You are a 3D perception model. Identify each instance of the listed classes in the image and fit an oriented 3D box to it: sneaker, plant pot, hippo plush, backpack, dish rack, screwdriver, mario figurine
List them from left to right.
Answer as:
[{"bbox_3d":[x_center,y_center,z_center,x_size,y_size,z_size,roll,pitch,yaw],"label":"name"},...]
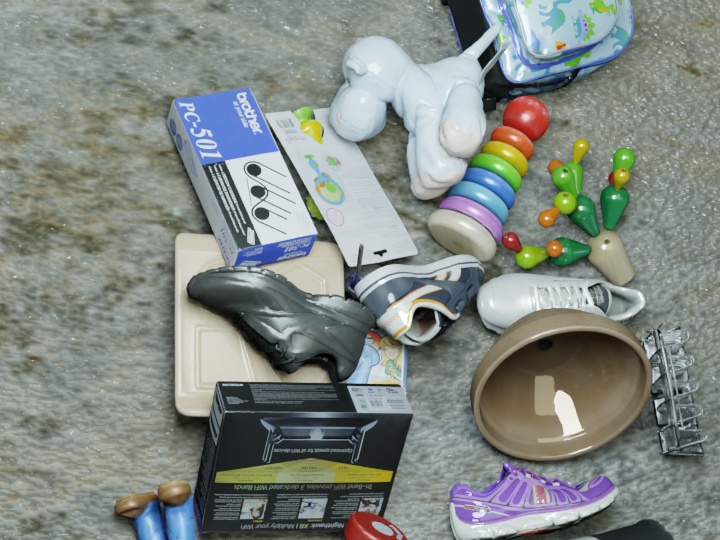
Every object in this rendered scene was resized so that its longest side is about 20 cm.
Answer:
[{"bbox_3d":[-0.185,0.311,1.429,0.106,0.123,0.201,-10,75,-34],"label":"mario figurine"},{"bbox_3d":[-0.084,0.055,1.481,0.199,0.076,0.091,18,72,-10],"label":"sneaker"},{"bbox_3d":[0.000,0.000,1.530,0.028,0.200,0.029,39,71,9],"label":"screwdriver"},{"bbox_3d":[0.052,-0.187,1.597,0.160,0.160,0.201,20,113,-11],"label":"hippo plush"},{"bbox_3d":[0.077,0.036,1.580,0.199,0.078,0.080,-9,61,-50],"label":"sneaker"},{"bbox_3d":[0.192,0.247,1.602,0.199,0.081,0.084,-6,73,-20],"label":"sneaker"},{"bbox_3d":[0.222,-0.306,1.714,0.199,0.147,0.184,-16,85,-26],"label":"backpack"},{"bbox_3d":[0.214,0.109,1.611,0.200,0.202,0.093,10,35,-17],"label":"plant pot"},{"bbox_3d":[0.226,0.034,1.657,0.199,0.080,0.077,1,79,-26],"label":"sneaker"},{"bbox_3d":[0.352,0.134,1.629,0.054,0.200,0.154,-11,80,6],"label":"dish rack"}]

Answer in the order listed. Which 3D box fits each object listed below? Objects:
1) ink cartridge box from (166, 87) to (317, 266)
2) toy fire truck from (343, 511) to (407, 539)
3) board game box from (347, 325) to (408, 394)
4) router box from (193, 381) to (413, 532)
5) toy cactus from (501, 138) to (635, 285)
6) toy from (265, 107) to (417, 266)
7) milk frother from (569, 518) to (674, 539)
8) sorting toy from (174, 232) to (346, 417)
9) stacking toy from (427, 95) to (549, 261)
[{"bbox_3d":[-0.128,-0.099,1.556,0.094,0.044,0.201,-12,62,-26],"label":"ink cartridge box"},{"bbox_3d":[0.048,0.342,1.465,0.167,0.200,0.113,24,100,-12],"label":"toy fire truck"},{"bbox_3d":[-0.047,0.110,1.571,0.199,0.034,0.136,7,74,-17],"label":"board game box"},{"bbox_3d":[-0.060,0.191,1.486,0.199,0.158,0.052,3,32,-19],"label":"router box"},{"bbox_3d":[0.260,-0.051,1.706,0.200,0.102,0.165,-47,113,-26],"label":"toy cactus"},{"bbox_3d":[-0.029,-0.087,1.615,0.115,0.047,0.201,-11,69,-46],"label":"toy"},{"bbox_3d":[0.265,0.367,1.531,0.187,0.200,0.182,-9,83,-21],"label":"milk frother"},{"bbox_3d":[-0.106,0.060,1.529,0.184,0.036,0.201,3,70,-18],"label":"sorting toy"},{"bbox_3d":[0.157,-0.112,1.668,0.085,0.085,0.201,34,72,-9],"label":"stacking toy"}]
